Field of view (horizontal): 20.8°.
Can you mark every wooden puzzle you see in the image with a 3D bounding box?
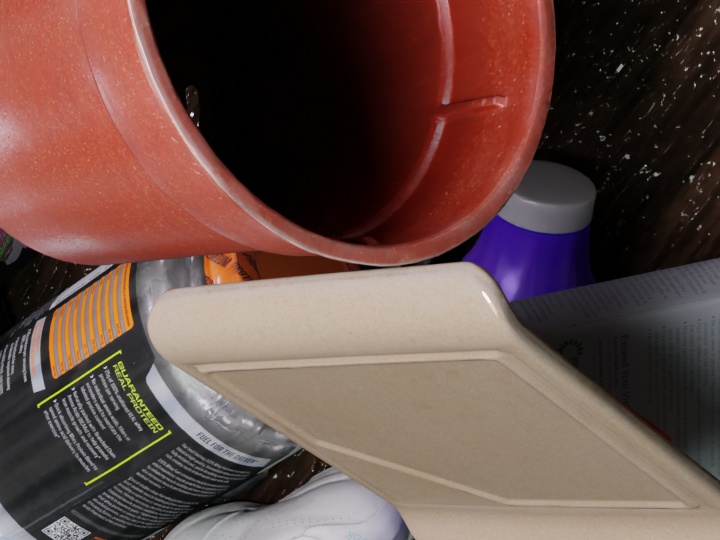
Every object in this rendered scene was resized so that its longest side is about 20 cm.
[{"bbox_3d":[0.037,0.057,0.791,0.184,0.037,0.200,-5,144,42],"label":"wooden puzzle"}]

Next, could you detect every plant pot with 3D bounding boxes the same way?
[{"bbox_3d":[-0.062,-0.089,0.771,0.194,0.200,0.202,-12,110,49],"label":"plant pot"}]

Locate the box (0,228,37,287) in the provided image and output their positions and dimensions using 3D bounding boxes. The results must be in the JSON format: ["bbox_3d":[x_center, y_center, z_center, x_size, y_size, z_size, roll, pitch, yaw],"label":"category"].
[{"bbox_3d":[-0.247,-0.077,0.958,0.123,0.149,0.202,8,116,15],"label":"box"}]

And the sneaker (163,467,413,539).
[{"bbox_3d":[-0.061,0.166,1.032,0.199,0.089,0.075,-33,100,32],"label":"sneaker"}]

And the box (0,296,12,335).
[{"bbox_3d":[-0.281,0.111,1.084,0.198,0.117,0.198,-6,111,26],"label":"box"}]

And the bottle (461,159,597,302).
[{"bbox_3d":[0.071,0.048,0.923,0.065,0.084,0.202,12,117,7],"label":"bottle"}]

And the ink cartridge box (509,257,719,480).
[{"bbox_3d":[0.165,0.087,0.893,0.198,0.041,0.201,-9,120,-6],"label":"ink cartridge box"}]

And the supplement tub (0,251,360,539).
[{"bbox_3d":[-0.094,0.052,0.921,0.199,0.123,0.123,-31,99,31],"label":"supplement tub"}]

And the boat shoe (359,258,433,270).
[{"bbox_3d":[0.000,0.000,0.942,0.066,0.057,0.201,20,121,2],"label":"boat shoe"}]

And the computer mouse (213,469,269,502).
[{"bbox_3d":[-0.088,0.048,1.012,0.140,0.046,0.200,44,122,0],"label":"computer mouse"}]
